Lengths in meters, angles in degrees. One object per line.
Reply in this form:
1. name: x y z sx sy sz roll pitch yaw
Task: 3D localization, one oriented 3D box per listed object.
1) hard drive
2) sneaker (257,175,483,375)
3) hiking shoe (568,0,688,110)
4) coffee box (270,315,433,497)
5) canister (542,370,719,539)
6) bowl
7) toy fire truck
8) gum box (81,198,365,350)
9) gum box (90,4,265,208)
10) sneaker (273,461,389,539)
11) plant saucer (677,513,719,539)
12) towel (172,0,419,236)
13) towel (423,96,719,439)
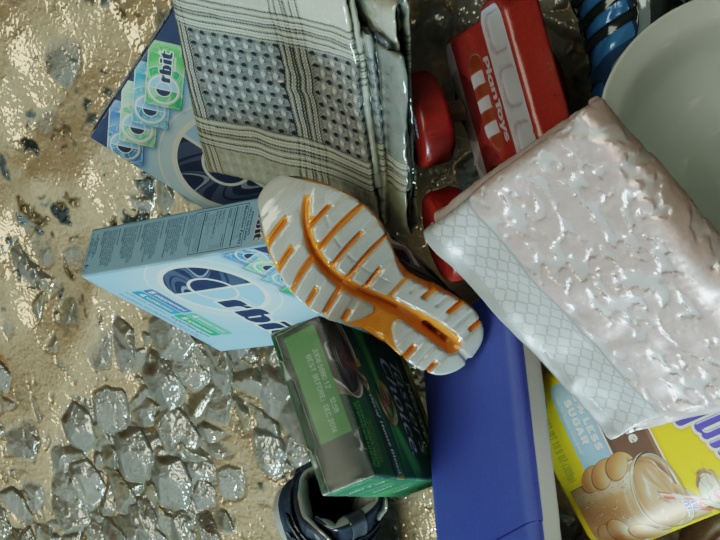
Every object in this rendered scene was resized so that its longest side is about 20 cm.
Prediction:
1. hard drive: 0.091 0.123 0.956 0.132 0.025 0.201 -45 41 51
2. sneaker: 0.000 0.000 0.933 0.078 0.200 0.077 -45 29 6
3. hiking shoe: 0.178 -0.169 0.890 0.086 0.074 0.201 19 102 38
4. coffee box: 0.004 0.105 0.980 0.044 0.200 0.124 -23 73 13
5. canister: 0.226 0.097 0.900 0.200 0.086 0.149 -34 78 37
6. bowl: 0.248 -0.069 0.817 0.201 0.201 0.090 34 162 24
7. toy fire truck: 0.104 -0.075 0.879 0.168 0.112 0.201 175 80 -80
8. gum box: -0.090 0.007 1.048 0.199 0.170 0.045 -8 62 37
9. gum box: -0.083 -0.118 1.029 0.199 0.045 0.170 31 125 -16
10. sneaker: 0.000 0.245 1.065 0.203 0.077 0.146 56 156 12
11. plant saucer: 0.305 0.236 0.909 0.199 0.034 0.201 8 104 33
12. towel: -0.048 -0.124 0.921 0.199 0.035 0.193 19 133 28
13. towel: 0.149 0.011 0.790 0.200 0.032 0.191 48 148 -6
